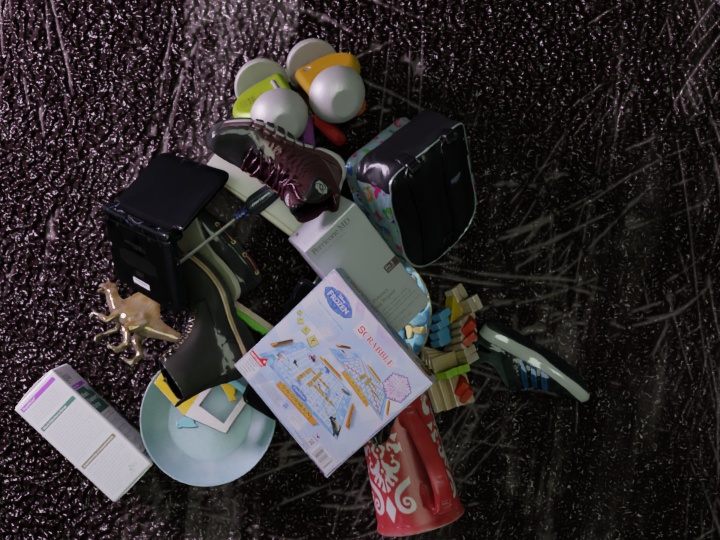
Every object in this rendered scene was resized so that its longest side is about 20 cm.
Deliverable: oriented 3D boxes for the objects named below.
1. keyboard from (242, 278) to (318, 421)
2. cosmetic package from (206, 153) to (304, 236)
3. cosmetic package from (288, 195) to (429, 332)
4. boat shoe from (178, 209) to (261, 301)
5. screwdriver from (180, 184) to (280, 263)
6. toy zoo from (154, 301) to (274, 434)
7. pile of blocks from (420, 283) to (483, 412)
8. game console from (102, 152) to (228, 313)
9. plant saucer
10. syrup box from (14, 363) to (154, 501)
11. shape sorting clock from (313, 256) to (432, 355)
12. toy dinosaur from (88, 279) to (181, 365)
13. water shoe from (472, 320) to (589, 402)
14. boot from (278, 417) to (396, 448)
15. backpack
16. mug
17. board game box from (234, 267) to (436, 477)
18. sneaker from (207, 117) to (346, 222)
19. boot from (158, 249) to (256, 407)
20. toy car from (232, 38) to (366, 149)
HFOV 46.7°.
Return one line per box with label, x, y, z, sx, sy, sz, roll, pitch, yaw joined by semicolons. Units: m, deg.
keyboard;-0.082;0.121;1.180;0.104;0.040;0.201;30;100;16
cosmetic package;-0.128;-0.112;1.236;0.199;0.104;0.073;36;89;-3
cosmetic package;0.000;0.000;1.191;0.102;0.074;0.200;-44;119;-6
boat shoe;-0.226;-0.045;1.251;0.063;0.074;0.202;-32;80;-42
screwdriver;-0.191;-0.065;1.174;0.199;0.028;0.029;-33;124;2
toy zoo;-0.211;0.148;1.235;0.131;0.020;0.201;34;72;5
pile of blocks;0.142;0.112;1.252;0.082;0.062;0.202;13;71;-27
game console;-0.272;-0.058;1.191;0.116;0.199;0.177;-21;117;-35
plant saucer;-0.225;0.219;1.245;0.199;0.039;0.203;1;75;-5
syrup box;-0.397;0.235;1.223;0.081;0.079;0.200;-45;94;-3
shape sorting clock;0.014;0.068;1.281;0.198;0.039;0.202;0;90;-5
toy dinosaur;-0.322;0.082;1.211;0.199;0.058;0.101;30;71;11
water shoe;0.260;0.156;1.299;0.199;0.072;0.079;33;109;-1
boot;-0.027;0.195;1.199;0.174;0.069;0.201;38;114;34
backpack;0.080;-0.114;1.218;0.177;0.150;0.201;-41;132;-22
mug;0.082;0.270;1.231;0.133;0.177;0.202;-10;85;-47
board game box;-0.035;0.137;1.124;0.199;0.041;0.200;-42;83;14
sneaker;-0.110;-0.128;1.113;0.198;0.076;0.116;14;47;-17
boot;-0.245;0.079;1.184;0.138;0.078;0.201;-26;75;-30
toy car;-0.084;-0.236;1.229;0.199;0.175;0.151;-23;130;-7
